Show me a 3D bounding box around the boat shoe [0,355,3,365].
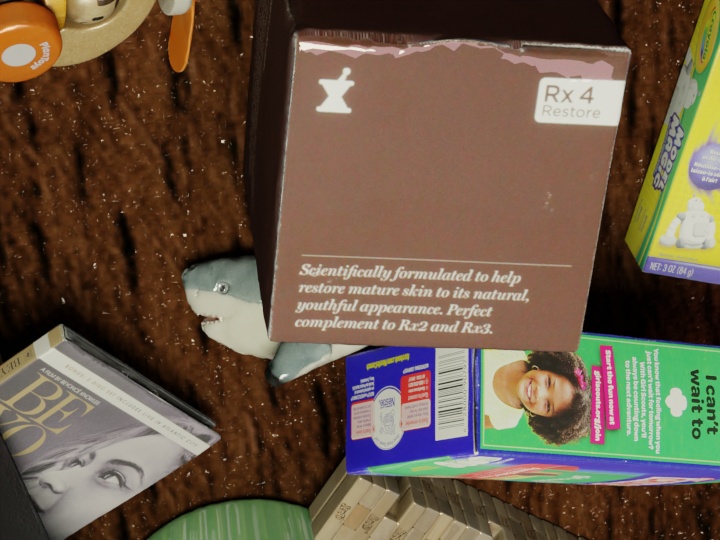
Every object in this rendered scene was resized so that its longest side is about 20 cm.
[{"bbox_3d":[-0.238,0.051,1.120,0.071,0.065,0.201,-8,137,-15],"label":"boat shoe"}]

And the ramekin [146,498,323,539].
[{"bbox_3d":[-0.070,0.242,1.225,0.198,0.098,0.202,-3,118,-6],"label":"ramekin"}]

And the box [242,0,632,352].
[{"bbox_3d":[0.029,-0.079,1.010,0.164,0.200,0.166,3,118,-8],"label":"box"}]

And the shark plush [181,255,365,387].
[{"bbox_3d":[0.000,0.000,1.128,0.198,0.091,0.084,-24,89,10],"label":"shark plush"}]

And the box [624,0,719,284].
[{"bbox_3d":[0.239,-0.087,1.124,0.116,0.048,0.202,8,115,-13],"label":"box"}]

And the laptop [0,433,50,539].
[{"bbox_3d":[-0.262,0.167,1.160,0.176,0.200,0.104,-19,78,3],"label":"laptop"}]

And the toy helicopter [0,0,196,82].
[{"bbox_3d":[-0.112,-0.171,1.003,0.132,0.079,0.200,14,136,-43],"label":"toy helicopter"}]

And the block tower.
[{"bbox_3d":[0.066,0.173,1.233,0.199,0.054,0.058,28,112,-21],"label":"block tower"}]

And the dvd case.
[{"bbox_3d":[-0.202,0.118,1.146,0.199,0.016,0.149,-34,139,16],"label":"dvd case"}]

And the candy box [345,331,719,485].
[{"bbox_3d":[0.113,0.081,1.102,0.198,0.169,0.078,4,80,-24],"label":"candy box"}]
